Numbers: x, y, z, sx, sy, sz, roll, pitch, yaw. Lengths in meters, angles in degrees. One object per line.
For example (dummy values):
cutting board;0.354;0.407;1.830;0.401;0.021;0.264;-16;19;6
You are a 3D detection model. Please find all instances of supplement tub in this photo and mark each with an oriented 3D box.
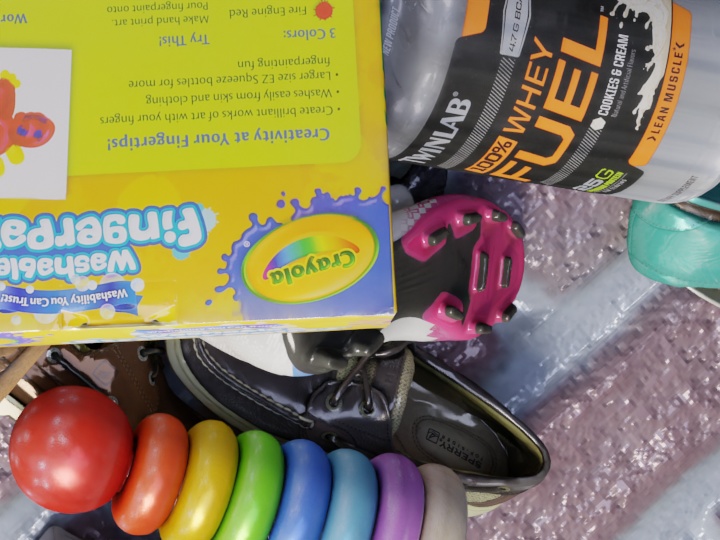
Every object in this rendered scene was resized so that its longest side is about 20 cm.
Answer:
supplement tub;0.067;-0.101;0.813;0.199;0.123;0.123;7;105;-20

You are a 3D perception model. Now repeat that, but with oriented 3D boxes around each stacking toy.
stacking toy;-0.057;0.099;0.813;0.199;0.085;0.086;20;102;-14

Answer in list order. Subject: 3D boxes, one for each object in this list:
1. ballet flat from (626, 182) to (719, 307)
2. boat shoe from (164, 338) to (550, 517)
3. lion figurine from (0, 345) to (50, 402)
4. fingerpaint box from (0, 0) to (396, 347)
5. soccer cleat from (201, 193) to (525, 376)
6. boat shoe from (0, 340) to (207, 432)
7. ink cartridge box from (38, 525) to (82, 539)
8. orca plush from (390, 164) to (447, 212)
ballet flat;0.220;-0.007;0.924;0.199;0.068;0.071;11;128;-16
boat shoe;0.004;0.056;0.874;0.199;0.065;0.074;24;61;-26
lion figurine;-0.202;0.014;0.737;0.199;0.072;0.123;32;56;-19
fingerpaint box;-0.090;-0.057;0.693;0.199;0.073;0.168;-3;85;-2
soccer cleat;0.000;0.000;0.834;0.200;0.086;0.070;-12;108;-55
boat shoe;-0.118;0.051;0.851;0.199;0.072;0.068;31;99;-20
ink cartridge box;-0.084;0.213;0.838;0.162;0.200;0.057;34;106;-20
orca plush;-0.054;-0.048;0.838;0.199;0.105;0.071;-13;70;-19
